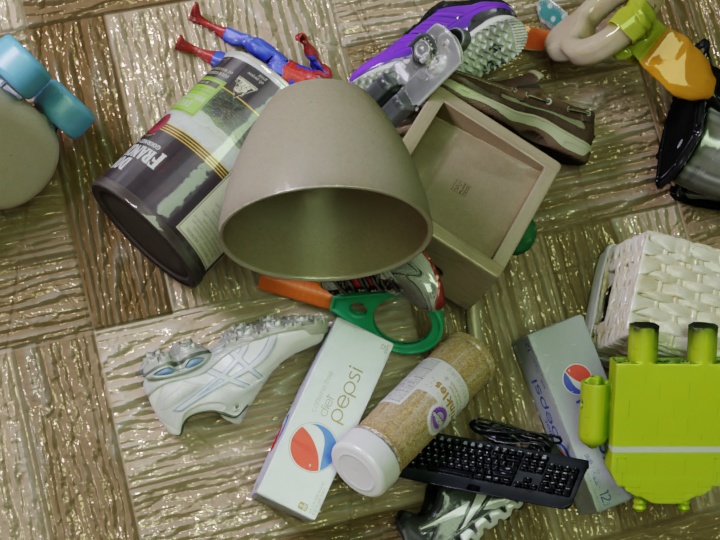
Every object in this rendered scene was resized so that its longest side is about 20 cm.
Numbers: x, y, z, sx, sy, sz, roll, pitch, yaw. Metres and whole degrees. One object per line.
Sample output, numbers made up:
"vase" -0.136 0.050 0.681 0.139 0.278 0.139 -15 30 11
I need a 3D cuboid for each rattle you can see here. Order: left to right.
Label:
"rattle" 0.274 -0.241 1.619 0.143 0.200 0.130 27 64 -29

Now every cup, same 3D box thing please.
"cup" -0.035 -0.095 1.397 0.200 0.200 0.144 2 66 -10

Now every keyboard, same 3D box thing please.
"keyboard" 0.129 0.183 1.503 0.200 0.040 0.104 9 32 20

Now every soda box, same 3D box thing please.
"soda box" -0.040 0.153 1.516 0.068 0.064 0.200 26 74 -5
"soda box" 0.233 0.153 1.567 0.068 0.063 0.200 -20 83 -14

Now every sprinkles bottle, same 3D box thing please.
"sprinkles bottle" 0.056 0.143 1.503 0.068 0.068 0.200 47 55 1

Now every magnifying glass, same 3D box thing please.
"magnifying glass" -0.009 0.035 1.551 0.200 0.080 0.022 15 36 1

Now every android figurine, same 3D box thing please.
"android figurine" 0.312 0.151 1.501 0.182 0.041 0.201 -1 102 -4

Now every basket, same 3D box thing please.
"basket" 0.354 0.050 1.580 0.200 0.123 0.136 16 75 -6

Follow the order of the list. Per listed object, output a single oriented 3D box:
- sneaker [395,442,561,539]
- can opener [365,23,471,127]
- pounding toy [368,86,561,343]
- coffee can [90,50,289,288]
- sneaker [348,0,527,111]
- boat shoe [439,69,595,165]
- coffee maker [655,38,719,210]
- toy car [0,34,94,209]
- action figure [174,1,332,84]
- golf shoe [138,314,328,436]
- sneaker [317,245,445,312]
"sneaker" 0.117 0.226 1.529 0.200 0.066 0.091 -39 90 -13
"can opener" 0.042 -0.181 1.559 0.067 0.200 0.053 -11 63 -54
"pounding toy" 0.104 -0.045 1.562 0.200 0.142 0.184 33 64 -1
"coffee can" -0.152 -0.103 1.505 0.146 0.146 0.200 43 74 0
"sneaker" 0.078 -0.244 1.622 0.200 0.070 0.100 -21 45 5
"boat shoe" 0.170 -0.183 1.606 0.202 0.075 0.075 23 82 -28
"coffee maker" 0.446 -0.145 1.632 0.200 0.135 0.192 22 75 -6
"toy car" -0.410 -0.167 1.488 0.184 0.177 0.200 -46 61 -2
"action figure" -0.093 -0.225 1.569 0.200 0.099 0.065 25 76 -7
"golf shoe" -0.122 0.105 1.516 0.200 0.078 0.097 -18 96 -7
"sneaker" 0.000 0.000 1.501 0.200 0.078 0.082 24 59 31
